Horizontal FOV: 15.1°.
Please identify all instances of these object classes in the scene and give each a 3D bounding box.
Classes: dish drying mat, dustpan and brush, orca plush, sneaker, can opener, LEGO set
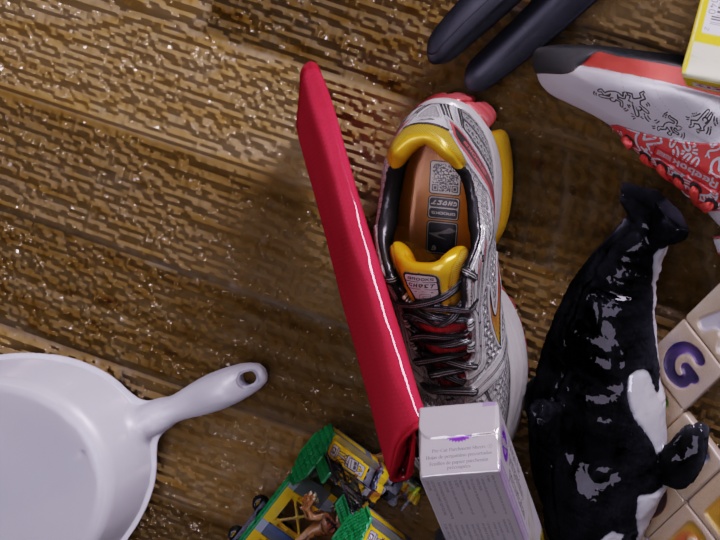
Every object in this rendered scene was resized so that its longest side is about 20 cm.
[{"bbox_3d":[0.000,0.000,1.348,0.018,0.077,0.201,-12,67,-8],"label":"dish drying mat"},{"bbox_3d":[-0.141,0.093,1.461,0.199,0.057,0.140,-23,93,27],"label":"dustpan and brush"},{"bbox_3d":[0.116,0.063,1.322,0.105,0.071,0.201,36,123,27],"label":"orca plush"},{"bbox_3d":[0.036,0.014,1.369,0.077,0.082,0.201,-3,98,18],"label":"sneaker"},{"bbox_3d":[0.111,-0.162,1.334,0.063,0.079,0.200,32,115,-16],"label":"can opener"},{"bbox_3d":[0.001,0.178,1.364,0.116,0.200,0.154,36,89,-16],"label":"LEGO set"},{"bbox_3d":[0.173,-0.045,1.323,0.200,0.067,0.109,12,100,13],"label":"sneaker"}]

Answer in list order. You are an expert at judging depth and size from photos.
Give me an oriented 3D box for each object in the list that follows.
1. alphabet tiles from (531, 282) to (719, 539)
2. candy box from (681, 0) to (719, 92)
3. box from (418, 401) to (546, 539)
[{"bbox_3d":[0.191,0.130,1.333,0.200,0.008,0.167,53,127,15],"label":"alphabet tiles"},{"bbox_3d":[0.224,-0.174,1.275,0.102,0.026,0.201,14,83,13],"label":"candy box"},{"bbox_3d":[0.067,0.131,1.329,0.041,0.200,0.039,-7,56,12],"label":"box"}]
